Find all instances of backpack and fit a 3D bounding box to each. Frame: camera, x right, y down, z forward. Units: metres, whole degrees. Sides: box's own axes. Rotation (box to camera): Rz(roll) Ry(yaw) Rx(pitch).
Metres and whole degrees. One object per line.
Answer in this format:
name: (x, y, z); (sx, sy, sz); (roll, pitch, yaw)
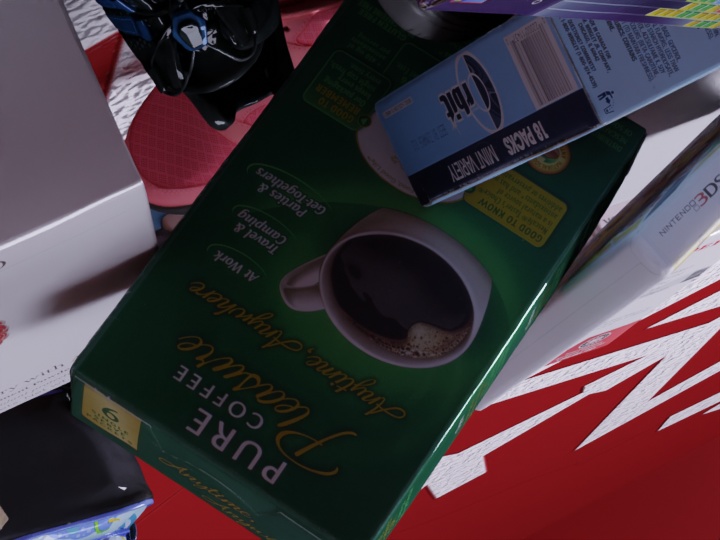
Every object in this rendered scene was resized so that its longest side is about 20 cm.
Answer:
backpack: (-0.218, 0.158, 1.516); (0.182, 0.148, 0.200); (-15, 166, -29)

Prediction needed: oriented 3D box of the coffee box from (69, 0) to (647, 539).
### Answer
coffee box: (0.000, 0.000, 0.987); (0.200, 0.123, 0.044); (-56, 173, -24)

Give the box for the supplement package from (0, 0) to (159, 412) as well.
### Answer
supplement package: (-0.146, -0.029, 0.992); (0.121, 0.120, 0.200); (-24, 166, -6)

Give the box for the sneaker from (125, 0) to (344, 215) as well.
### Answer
sneaker: (-0.030, -0.097, 1.095); (0.200, 0.074, 0.087); (-36, 150, 22)

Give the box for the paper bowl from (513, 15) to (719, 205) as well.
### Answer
paper bowl: (0.118, -0.098, 1.249); (0.200, 0.105, 0.201); (-24, 168, -5)

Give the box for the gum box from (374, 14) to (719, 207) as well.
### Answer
gum box: (0.120, -0.093, 0.925); (0.199, 0.045, 0.170); (-26, -179, -18)

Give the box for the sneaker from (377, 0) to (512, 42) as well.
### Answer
sneaker: (0.088, -0.136, 0.947); (0.104, 0.060, 0.200); (-33, 173, 37)

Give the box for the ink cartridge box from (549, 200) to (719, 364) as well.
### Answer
ink cartridge box: (0.128, -0.014, 1.626); (0.146, 0.083, 0.200); (-16, 164, -36)

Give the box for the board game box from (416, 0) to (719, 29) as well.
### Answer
board game box: (0.037, -0.157, 0.666); (0.057, 0.201, 0.165); (-32, 164, 32)

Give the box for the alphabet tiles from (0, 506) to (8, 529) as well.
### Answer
alphabet tiles: (-0.203, 0.019, 0.943); (0.008, 0.200, 0.167); (-52, 171, -13)

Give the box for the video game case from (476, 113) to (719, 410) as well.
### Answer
video game case: (0.129, -0.033, 1.076); (0.182, 0.023, 0.200); (-43, 180, -24)

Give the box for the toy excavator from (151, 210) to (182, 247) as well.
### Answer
toy excavator: (-0.079, 0.020, 1.367); (0.100, 0.200, 0.195); (-20, 122, -17)

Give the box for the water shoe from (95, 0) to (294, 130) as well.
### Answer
water shoe: (-0.058, -0.104, 0.955); (0.071, 0.079, 0.200); (-27, 167, 6)
